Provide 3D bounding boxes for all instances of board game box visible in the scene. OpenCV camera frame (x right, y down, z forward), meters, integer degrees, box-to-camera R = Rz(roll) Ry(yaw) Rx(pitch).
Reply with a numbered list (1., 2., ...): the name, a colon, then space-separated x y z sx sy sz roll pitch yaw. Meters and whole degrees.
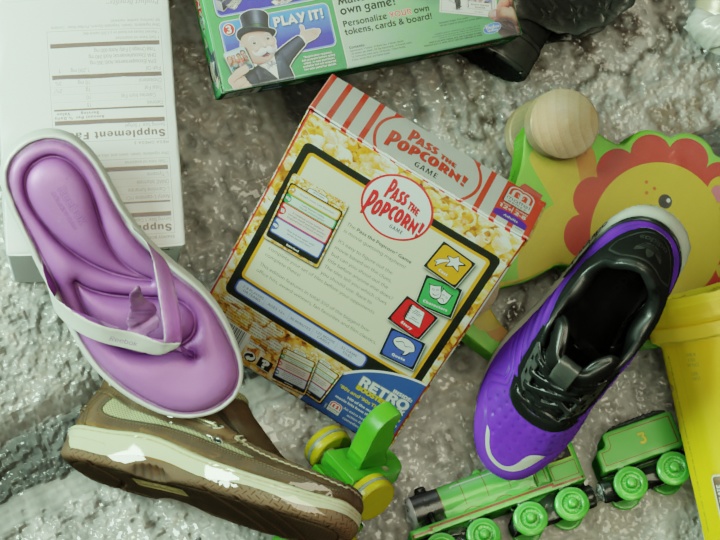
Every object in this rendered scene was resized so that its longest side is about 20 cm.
1. board game box: 0.000 0.000 1.279 0.151 0.200 0.046 32 38 0
2. board game box: -0.008 -0.193 1.316 0.200 0.029 0.135 -12 87 -14

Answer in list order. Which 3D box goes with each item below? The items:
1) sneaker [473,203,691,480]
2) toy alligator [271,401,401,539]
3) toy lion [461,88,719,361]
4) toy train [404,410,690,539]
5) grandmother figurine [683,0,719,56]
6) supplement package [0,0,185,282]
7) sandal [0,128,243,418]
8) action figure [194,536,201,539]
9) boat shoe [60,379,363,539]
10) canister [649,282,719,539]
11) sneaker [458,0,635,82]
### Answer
1. sneaker: 0.123 0.053 1.259 0.070 0.100 0.200 31 112 1
2. toy alligator: -0.029 0.166 1.312 0.059 0.054 0.200 44 103 35
3. toy lion: 0.157 -0.011 1.362 0.192 0.069 0.200 35 79 -7
4. toy train: 0.119 0.141 1.339 0.200 0.042 0.056 -18 73 -8
5. grandmother figurine: 0.228 -0.236 1.405 0.121 0.061 0.200 -14 79 1
6. supplement package: -0.172 -0.100 1.311 0.109 0.114 0.200 -3 81 -8
7. sandal: -0.145 0.010 1.225 0.082 0.050 0.203 -37 104 1
8. action figure: -0.119 0.265 1.258 0.119 0.102 0.200 -9 85 24
9. boat shoe: -0.086 0.107 1.279 0.202 0.075 0.075 14 68 20
10. canister: 0.272 0.101 1.318 0.148 0.087 0.200 -13 90 -23
11. sneaker: 0.078 -0.201 1.384 0.200 0.060 0.104 33 80 -5
